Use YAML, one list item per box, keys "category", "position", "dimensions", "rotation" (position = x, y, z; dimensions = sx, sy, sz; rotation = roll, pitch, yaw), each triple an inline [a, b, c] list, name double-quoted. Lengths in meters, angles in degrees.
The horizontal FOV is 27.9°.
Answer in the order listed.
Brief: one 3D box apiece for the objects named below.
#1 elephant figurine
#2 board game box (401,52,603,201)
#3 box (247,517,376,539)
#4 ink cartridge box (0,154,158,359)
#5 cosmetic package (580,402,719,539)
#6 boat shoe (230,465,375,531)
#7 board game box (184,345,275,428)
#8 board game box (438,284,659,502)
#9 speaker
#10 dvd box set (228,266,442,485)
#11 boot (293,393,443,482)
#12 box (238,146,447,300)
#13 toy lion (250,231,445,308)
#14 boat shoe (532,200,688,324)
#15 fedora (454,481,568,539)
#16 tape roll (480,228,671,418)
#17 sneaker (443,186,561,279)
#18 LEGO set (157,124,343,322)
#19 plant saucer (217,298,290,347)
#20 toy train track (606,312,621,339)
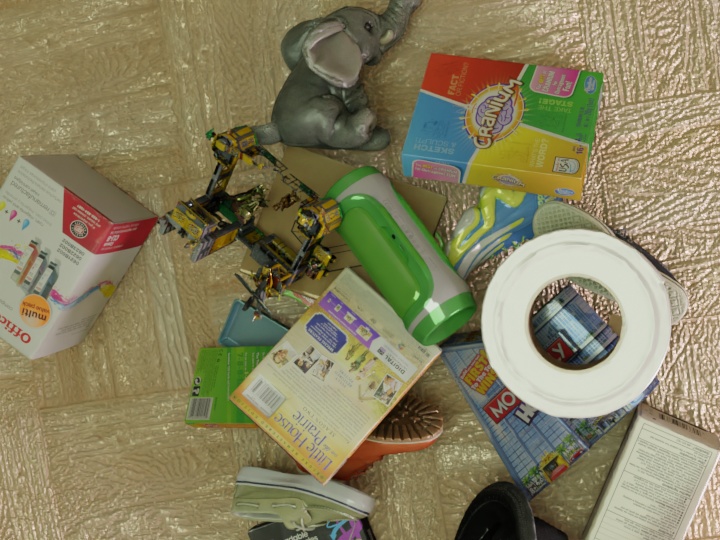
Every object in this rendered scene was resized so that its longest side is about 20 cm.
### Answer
- category: "elephant figurine"
  position: [-0.028, -0.239, 1.652]
  dimensions: [0.141, 0.155, 0.201]
  rotation: [5, 94, 32]
- category: "board game box"
  position: [0.159, -0.162, 1.609]
  dimensions: [0.199, 0.040, 0.154]
  rotation: [8, 58, 13]
- category: "box"
  position: [-0.035, 0.381, 1.755]
  dimensions: [0.142, 0.036, 0.201]
  rotation: [-21, 91, 14]
- category: "ink cartridge box"
  position: [-0.372, -0.018, 1.745]
  dimensions: [0.145, 0.145, 0.200]
  rotation: [34, 103, 8]
- category: "cosmetic package"
  position: [0.319, 0.263, 1.628]
  dimensions: [0.103, 0.087, 0.201]
  rotation: [24, 99, 8]
- category: "boat shoe"
  position: [-0.069, 0.276, 1.709]
  dimensions: [0.199, 0.072, 0.062]
  rotation: [2, 68, 39]
- category: "board game box"
  position: [-0.119, 0.136, 1.701]
  dimensions: [0.199, 0.030, 0.096]
  rotation: [-5, 66, 39]
- category: "board game box"
  position: [0.195, 0.121, 1.640]
  dimensions: [0.200, 0.062, 0.200]
  rotation: [46, 117, 7]
- category: "speaker"
  position: [0.042, -0.017, 1.598]
  dimensions: [0.088, 0.088, 0.200]
  rotation: [-40, 71, 14]
- category: "dvd box set"
  position: [-0.027, 0.117, 1.614]
  dimensions: [0.146, 0.029, 0.200]
  rotation: [40, 83, 10]
- category: "boot"
  position: [0.005, 0.201, 1.705]
  dimensions: [0.199, 0.075, 0.108]
  rotation: [-3, 130, 16]
- category: "box"
  position: [-0.020, -0.041, 1.672]
  dimensions: [0.199, 0.021, 0.164]
  rotation: [20, 83, 10]
- category: "toy lion"
  position: [0.000, 0.000, 1.702]
  dimensions: [0.200, 0.069, 0.192]
  rotation: [40, 96, 8]
- category: "boat shoe"
  position: [0.276, -0.010, 1.613]
  dimensions: [0.200, 0.062, 0.075]
  rotation: [33, 109, -4]
- category: "fedora"
  position: [0.177, 0.338, 1.650]
  dimensions: [0.091, 0.201, 0.201]
  rotation: [12, 100, -21]
- category: "tape roll"
  position: [0.231, 0.054, 1.548]
  dimensions: [0.201, 0.071, 0.203]
  rotation: [0, 91, 11]
- category: "sneaker"
  position: [0.169, -0.050, 1.634]
  dimensions: [0.105, 0.076, 0.201]
  rotation: [30, 92, 5]
- category: "LEGO set"
  position: [-0.129, -0.054, 1.592]
  dimensions: [0.200, 0.116, 0.154]
  rotation: [47, 129, 10]
- category: "plant saucer"
  position: [-0.075, 0.107, 1.740]
  dimensions: [0.200, 0.019, 0.070]
  rotation: [31, 119, 10]
- category: "toy train track"
  position: [0.244, 0.084, 1.661]
  dimensions: [0.199, 0.033, 0.115]
  rotation: [23, 111, 17]
